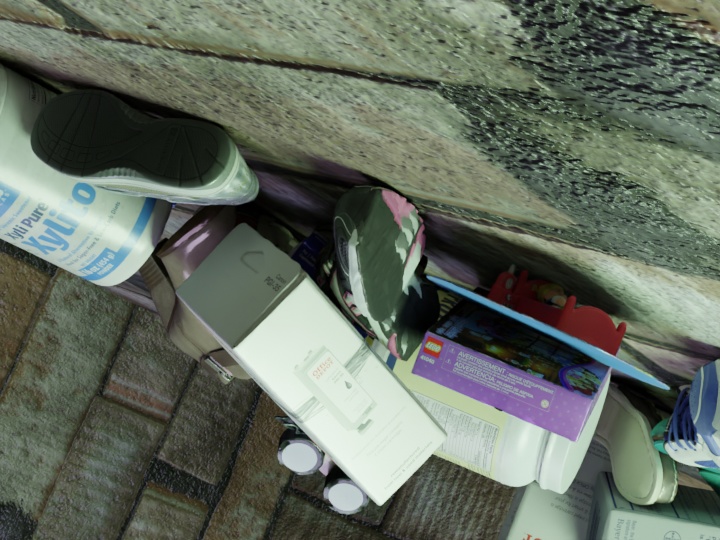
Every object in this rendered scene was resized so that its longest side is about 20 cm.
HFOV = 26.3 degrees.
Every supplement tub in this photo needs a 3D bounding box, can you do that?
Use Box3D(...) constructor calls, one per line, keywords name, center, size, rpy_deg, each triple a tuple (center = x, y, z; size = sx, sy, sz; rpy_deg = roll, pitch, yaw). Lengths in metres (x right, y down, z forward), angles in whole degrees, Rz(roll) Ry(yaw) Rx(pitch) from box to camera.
Box3D(name="supplement tub", center=(0.114, 0.109, 1.408), size=(0.198, 0.146, 0.145), rpy_deg=(21, 172, 18))
Box3D(name="supplement tub", center=(-0.270, -0.082, 1.316), size=(0.199, 0.133, 0.131), rpy_deg=(27, 171, -33))

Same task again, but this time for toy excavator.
Box3D(name="toy excavator", center=(0.044, 0.155, 1.526), size=(0.194, 0.200, 0.100), rpy_deg=(41, -150, -17))

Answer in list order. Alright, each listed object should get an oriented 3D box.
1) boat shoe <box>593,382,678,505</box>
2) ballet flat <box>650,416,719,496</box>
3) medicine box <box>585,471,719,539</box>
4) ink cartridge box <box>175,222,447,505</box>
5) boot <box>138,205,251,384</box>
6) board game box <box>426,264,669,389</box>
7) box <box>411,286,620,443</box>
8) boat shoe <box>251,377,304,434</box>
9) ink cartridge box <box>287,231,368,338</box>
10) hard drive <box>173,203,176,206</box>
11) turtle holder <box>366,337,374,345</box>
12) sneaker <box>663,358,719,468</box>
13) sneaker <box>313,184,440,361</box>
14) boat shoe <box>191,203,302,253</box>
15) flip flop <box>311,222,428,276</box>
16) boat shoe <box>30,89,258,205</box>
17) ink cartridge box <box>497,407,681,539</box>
Box3D(name="boat shoe", center=(0.270, 0.167, 1.472), size=(0.059, 0.073, 0.200), rpy_deg=(17, -165, -13))
Box3D(name="ballet flat", center=(0.322, 0.156, 1.396), size=(0.067, 0.071, 0.200), rpy_deg=(11, 163, 41))
Box3D(name="medicine box", center=(0.318, 0.272, 1.461), size=(0.198, 0.104, 0.182), rpy_deg=(10, -175, 5))
Box3D(name="ink cartridge box", center=(-0.041, 0.073, 1.228), size=(0.200, 0.083, 0.146), rpy_deg=(49, 173, -29))
Box3D(name="boot", center=(-0.117, 0.024, 1.344), size=(0.147, 0.070, 0.200), rpy_deg=(51, 151, -7))
Box3D(name="board game box", center=(0.146, 0.029, 1.152), size=(0.199, 0.039, 0.158), rpy_deg=(24, 178, 24))
Box3D(name="box", center=(0.130, 0.070, 1.237), size=(0.136, 0.039, 0.200), rpy_deg=(22, -166, 11))
Box3D(name="boat shoe", center=(-0.045, 0.128, 1.455), size=(0.200, 0.062, 0.074), rpy_deg=(48, -165, 16))
Box3D(name="ink cartridge box", center=(-0.040, 0.030, 1.344), size=(0.094, 0.037, 0.200), rpy_deg=(39, 156, -6))
Box3D(name="hard drive", center=(-0.284, -0.115, 1.526), size=(0.199, 0.026, 0.132), rpy_deg=(27, 171, -22))
Box3D(name="turtle holder", center=(0.011, 0.075, 1.616), size=(0.131, 0.141, 0.187), rpy_deg=(-5, 117, 44))
Box3D(name="sneaker", center=(0.288, 0.129, 1.243), size=(0.114, 0.081, 0.199), rpy_deg=(8, 165, 36))
Box3D(name="sneaker", center=(-0.002, 0.000, 1.176), size=(0.086, 0.081, 0.201), rpy_deg=(25, 154, 23))
Box3D(name="boat shoe", center=(-0.091, -0.013, 1.450), size=(0.062, 0.072, 0.200), rpy_deg=(31, 179, 32))
Box3D(name="flip flop", center=(0.000, 0.000, 1.340), size=(0.081, 0.058, 0.200), rpy_deg=(26, 172, -18))
Box3D(name="boat shoe", center=(-0.172, -0.090, 1.203), size=(0.200, 0.075, 0.065), rpy_deg=(11, 163, 29))
Box3D(name="ink cartridge box", center=(0.243, 0.227, 1.613), size=(0.145, 0.202, 0.084), rpy_deg=(23, 173, 1))
